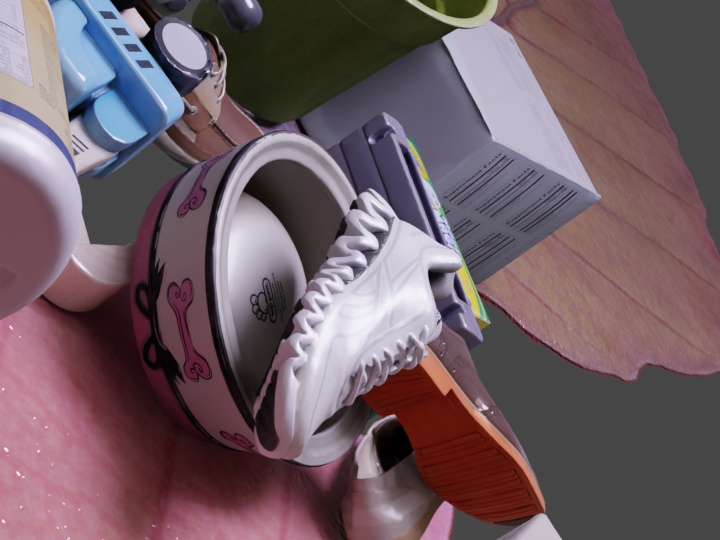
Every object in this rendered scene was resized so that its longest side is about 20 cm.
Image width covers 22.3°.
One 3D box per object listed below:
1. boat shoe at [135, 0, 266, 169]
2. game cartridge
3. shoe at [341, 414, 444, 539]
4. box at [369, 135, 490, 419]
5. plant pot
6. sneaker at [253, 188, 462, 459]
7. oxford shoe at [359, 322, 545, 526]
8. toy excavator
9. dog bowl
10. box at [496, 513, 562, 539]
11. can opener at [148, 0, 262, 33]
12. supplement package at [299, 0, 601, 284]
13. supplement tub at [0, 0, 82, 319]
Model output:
[{"bbox_3d":[-0.126,-0.131,1.276,0.200,0.072,0.076,35,29,-41],"label":"boat shoe"},{"bbox_3d":[0.000,0.000,1.263,0.038,0.130,0.200,30,32,-45],"label":"game cartridge"},{"bbox_3d":[0.034,0.125,1.221,0.200,0.070,0.054,-50,124,-66],"label":"shoe"},{"bbox_3d":[0.016,0.004,1.309,0.048,0.117,0.200,28,34,-47],"label":"box"},{"bbox_3d":[-0.030,-0.217,1.423,0.200,0.190,0.200,33,37,-29],"label":"plant pot"},{"bbox_3d":[0.001,0.035,1.028,0.081,0.075,0.200,28,45,1],"label":"sneaker"},{"bbox_3d":[0.063,0.085,1.149,0.200,0.071,0.073,54,36,-32],"label":"oxford shoe"},{"bbox_3d":[-0.174,-0.088,1.112,0.195,0.100,0.200,54,35,-3],"label":"toy excavator"},{"bbox_3d":[-0.063,0.019,1.097,0.200,0.074,0.201,21,66,-59],"label":"dog bowl"},{"bbox_3d":[0.059,0.237,1.036,0.109,0.128,0.200,57,22,6],"label":"box"},{"bbox_3d":[-0.117,-0.190,1.296,0.067,0.053,0.200,58,-12,-11],"label":"can opener"},{"bbox_3d":[0.067,-0.119,1.556,0.200,0.147,0.192,20,39,-55],"label":"supplement package"},{"bbox_3d":[-0.219,-0.083,0.910,0.144,0.144,0.200,34,29,-41],"label":"supplement tub"}]
